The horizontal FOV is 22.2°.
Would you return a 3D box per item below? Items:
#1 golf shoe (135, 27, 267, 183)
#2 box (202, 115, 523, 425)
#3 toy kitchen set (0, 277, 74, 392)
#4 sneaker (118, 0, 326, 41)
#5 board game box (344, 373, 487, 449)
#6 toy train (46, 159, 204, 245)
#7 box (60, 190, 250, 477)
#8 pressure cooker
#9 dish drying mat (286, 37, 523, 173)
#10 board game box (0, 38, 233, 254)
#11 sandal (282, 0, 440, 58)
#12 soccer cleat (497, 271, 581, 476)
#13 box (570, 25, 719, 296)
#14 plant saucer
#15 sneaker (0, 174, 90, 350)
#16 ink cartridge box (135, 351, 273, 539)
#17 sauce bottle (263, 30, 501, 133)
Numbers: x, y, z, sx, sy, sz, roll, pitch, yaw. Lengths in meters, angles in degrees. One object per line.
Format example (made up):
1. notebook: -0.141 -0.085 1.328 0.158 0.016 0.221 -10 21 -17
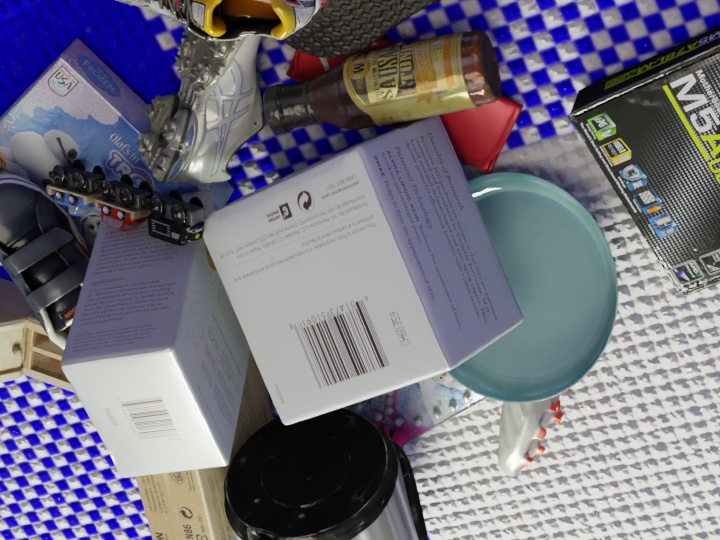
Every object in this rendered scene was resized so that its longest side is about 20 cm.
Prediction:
1. golf shoe: -0.116 -0.162 1.608 0.096 0.079 0.201 11 124 -35
2. box: 0.000 0.000 1.576 0.198 0.130 0.202 -21 93 37
3. toy kitchen set: -0.335 0.078 1.753 0.179 0.201 0.164 19 128 7
4. sneaker: -0.128 -0.231 1.479 0.198 0.082 0.078 8 130 17
5. board game box: 0.029 0.070 1.727 0.199 0.026 0.200 -32 108 34
6. toy train: -0.208 -0.058 1.622 0.199 0.034 0.046 18 118 40
7. box: -0.174 0.056 1.635 0.105 0.201 0.153 -8 131 15
8. pressure cooker: -0.029 0.252 1.756 0.177 0.177 0.201 4 134 24
9. dish drying mat: 0.036 -0.153 1.577 0.198 0.018 0.077 26 127 1
10. board game box: -0.253 -0.083 1.713 0.200 0.044 0.199 43 126 -12
11. sandal: 0.017 -0.234 1.517 0.198 0.045 0.075 -20 119 19
12. soccer cleat: 0.153 0.088 1.660 0.077 0.069 0.202 22 110 18
13. box: 0.301 -0.095 1.504 0.192 0.048 0.201 -21 115 33
14. plant saucer: 0.135 0.014 1.607 0.198 0.027 0.203 4 98 27
15. sneaker: -0.280 0.002 1.693 0.078 0.079 0.201 -35 117 -1
16. ink cartridge box: -0.146 0.180 1.778 0.074 0.165 0.202 3 124 21
17. sauce bottle: 0.016 -0.151 1.534 0.198 0.066 0.067 -12 119 18
